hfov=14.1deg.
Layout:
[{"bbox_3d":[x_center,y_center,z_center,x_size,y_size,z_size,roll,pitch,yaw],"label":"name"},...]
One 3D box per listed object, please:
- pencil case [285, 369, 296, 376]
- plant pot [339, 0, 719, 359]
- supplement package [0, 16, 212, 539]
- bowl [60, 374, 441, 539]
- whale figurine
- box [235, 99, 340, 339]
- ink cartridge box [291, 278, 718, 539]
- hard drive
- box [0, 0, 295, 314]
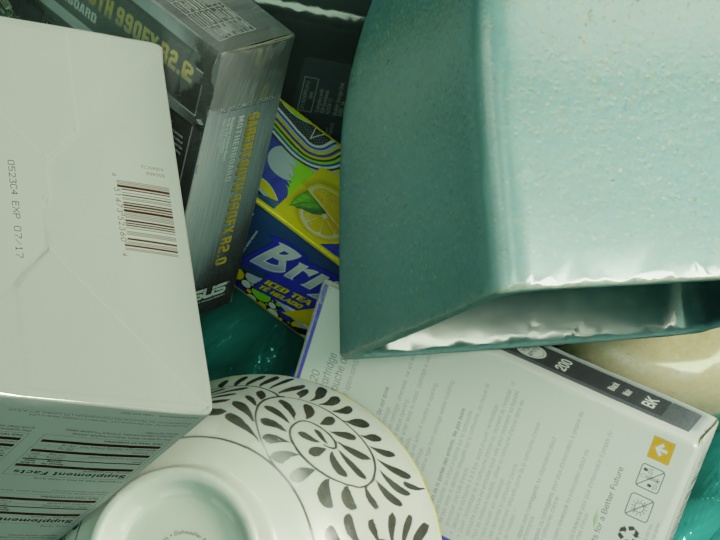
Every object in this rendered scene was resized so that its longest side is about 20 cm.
[{"bbox_3d":[0.026,0.130,1.495,0.087,0.078,0.200,-38,89,20],"label":"pencil case"},{"bbox_3d":[0.099,-0.077,1.300,0.196,0.196,0.200,-4,81,-21],"label":"plant pot"},{"bbox_3d":[-0.186,0.014,1.330,0.147,0.200,0.191,8,60,-32],"label":"supplement package"},{"bbox_3d":[-0.069,0.140,1.356,0.200,0.094,0.201,-5,77,20],"label":"bowl"},{"bbox_3d":[0.177,0.000,1.524,0.159,0.104,0.200,18,59,14],"label":"whale figurine"},{"bbox_3d":[0.000,0.000,1.462,0.200,0.064,0.070,38,48,-1],"label":"box"},{"bbox_3d":[0.049,0.123,1.416,0.200,0.043,0.198,24,111,14],"label":"ink cartridge box"},{"bbox_3d":[-0.030,-0.095,1.486,0.200,0.140,0.033,11,51,-5],"label":"hard drive"},{"bbox_3d":[-0.127,-0.094,1.416,0.048,0.159,0.200,-19,46,-41],"label":"box"}]
